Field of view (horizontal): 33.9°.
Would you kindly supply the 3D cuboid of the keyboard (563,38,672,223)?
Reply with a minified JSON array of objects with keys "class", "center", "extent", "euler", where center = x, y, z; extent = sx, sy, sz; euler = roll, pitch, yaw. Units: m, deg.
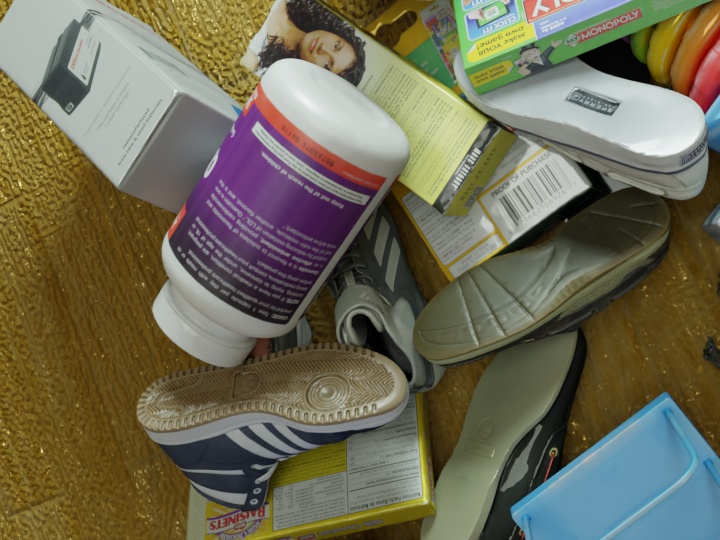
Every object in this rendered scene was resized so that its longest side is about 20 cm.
[{"class":"keyboard","center":[0.202,-0.128,0.871],"extent":[0.126,0.021,0.202],"euler":[-7,88,21]}]

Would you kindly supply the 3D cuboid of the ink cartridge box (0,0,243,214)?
[{"class":"ink cartridge box","center":[-0.165,-0.125,0.885],"extent":[0.200,0.145,0.084],"euler":[42,101,33]}]

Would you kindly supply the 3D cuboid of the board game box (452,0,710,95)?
[{"class":"board game box","center":[0.158,-0.208,0.793],"extent":[0.198,0.029,0.135],"euler":[-20,47,18]}]

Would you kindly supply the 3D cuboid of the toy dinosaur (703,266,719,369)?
[{"class":"toy dinosaur","center":[0.291,0.039,0.829],"extent":[0.087,0.047,0.202],"euler":[9,95,10]}]

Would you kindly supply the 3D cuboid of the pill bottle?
[{"class":"pill bottle","center":[-0.061,-0.035,0.805],"extent":[0.112,0.112,0.201],"euler":[40,109,13]}]

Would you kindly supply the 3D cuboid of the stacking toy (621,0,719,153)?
[{"class":"stacking toy","center":[0.216,-0.176,0.811],"extent":[0.200,0.109,0.117],"euler":[43,111,28]}]

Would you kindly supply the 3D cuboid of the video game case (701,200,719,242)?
[{"class":"video game case","center":[0.297,-0.097,0.756],"extent":[0.024,0.182,0.200],"euler":[42,100,9]}]

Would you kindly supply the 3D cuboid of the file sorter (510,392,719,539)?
[{"class":"file sorter","center":[0.217,0.215,0.778],"extent":[0.138,0.123,0.200],"euler":[-39,97,11]}]

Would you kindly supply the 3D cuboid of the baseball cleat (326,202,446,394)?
[{"class":"baseball cleat","center":[0.000,0.000,0.882],"extent":[0.070,0.106,0.201],"euler":[-38,77,17]}]

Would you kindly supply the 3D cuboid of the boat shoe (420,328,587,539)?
[{"class":"boat shoe","center":[0.115,0.128,0.873],"extent":[0.073,0.063,0.203],"euler":[18,80,56]}]

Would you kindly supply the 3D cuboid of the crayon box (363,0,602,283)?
[{"class":"crayon box","center":[0.072,-0.106,0.885],"extent":[0.125,0.052,0.201],"euler":[-36,78,17]}]

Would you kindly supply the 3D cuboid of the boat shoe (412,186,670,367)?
[{"class":"boat shoe","center":[0.134,0.018,0.840],"extent":[0.200,0.066,0.072],"euler":[-32,47,5]}]

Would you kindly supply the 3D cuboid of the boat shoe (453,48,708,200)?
[{"class":"boat shoe","center":[0.147,-0.102,0.795],"extent":[0.199,0.070,0.071],"euler":[28,70,36]}]

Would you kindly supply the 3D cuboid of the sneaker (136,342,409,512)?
[{"class":"sneaker","center":[-0.052,0.117,0.859],"extent":[0.198,0.109,0.070],"euler":[-7,44,15]}]

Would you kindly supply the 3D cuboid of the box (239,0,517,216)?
[{"class":"box","center":[0.011,-0.124,0.855],"extent":[0.199,0.050,0.076],"euler":[37,103,17]}]

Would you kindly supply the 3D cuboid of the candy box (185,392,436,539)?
[{"class":"candy box","center":[-0.040,0.158,0.908],"extent":[0.198,0.026,0.103],"euler":[-15,51,16]}]

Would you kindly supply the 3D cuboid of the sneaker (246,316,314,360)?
[{"class":"sneaker","center":[-0.082,0.007,0.921],"extent":[0.073,0.079,0.202],"euler":[-13,84,18]}]
